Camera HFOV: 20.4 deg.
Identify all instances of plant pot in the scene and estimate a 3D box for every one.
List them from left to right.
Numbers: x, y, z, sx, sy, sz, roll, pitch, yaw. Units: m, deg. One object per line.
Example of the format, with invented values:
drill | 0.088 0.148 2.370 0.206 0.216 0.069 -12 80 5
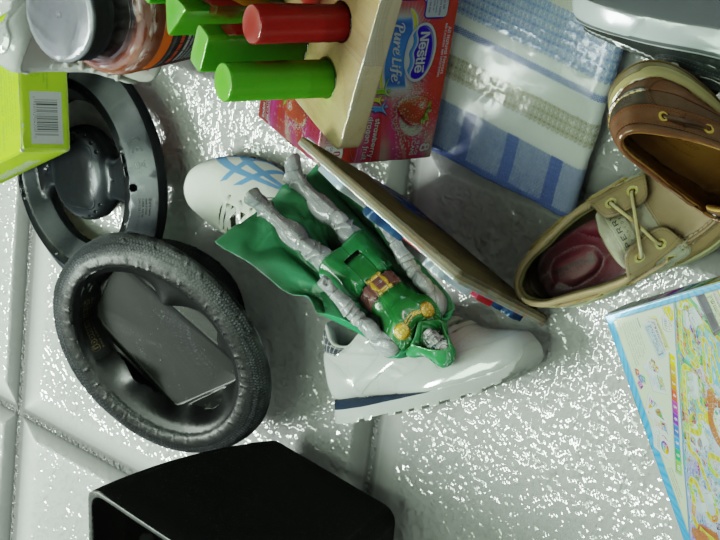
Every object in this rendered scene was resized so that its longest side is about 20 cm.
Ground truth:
plant pot | -0.081 0.249 1.566 0.199 0.177 0.201 26 130 30

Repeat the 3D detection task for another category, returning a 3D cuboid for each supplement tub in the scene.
supplement tub | -0.151 -0.204 1.479 0.106 0.199 0.108 13 112 35

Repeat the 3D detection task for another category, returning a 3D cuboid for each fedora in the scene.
fedora | -0.146 0.044 1.610 0.199 0.092 0.202 12 123 18

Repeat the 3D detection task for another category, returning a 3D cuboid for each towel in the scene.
towel | 0.116 -0.153 1.391 0.146 0.024 0.202 29 121 30

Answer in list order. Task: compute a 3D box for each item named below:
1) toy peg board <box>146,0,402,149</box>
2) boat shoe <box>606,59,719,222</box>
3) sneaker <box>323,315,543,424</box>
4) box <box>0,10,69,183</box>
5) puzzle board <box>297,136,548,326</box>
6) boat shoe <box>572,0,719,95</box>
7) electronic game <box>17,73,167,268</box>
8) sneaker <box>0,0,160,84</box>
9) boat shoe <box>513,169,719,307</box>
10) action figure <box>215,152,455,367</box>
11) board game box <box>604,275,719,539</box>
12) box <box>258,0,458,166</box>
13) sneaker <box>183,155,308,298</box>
toy peg board | -0.061 -0.215 1.322 0.200 0.097 0.200 52 137 42
boat shoe | 0.237 -0.052 1.246 0.199 0.068 0.072 30 128 -8
sneaker | 0.047 0.062 1.487 0.199 0.076 0.081 -14 85 40
box | -0.298 -0.142 1.673 0.200 0.047 0.123 -12 80 61
puzzle board | 0.045 -0.021 1.387 0.150 0.200 0.017 41 96 23
boat shoe | 0.223 -0.136 1.271 0.199 0.069 0.057 19 120 25
electronic game | -0.228 -0.083 1.685 0.199 0.041 0.202 16 112 44
sneaker | -0.201 -0.181 1.538 0.099 0.200 0.078 35 118 14
boat shoe | 0.184 -0.025 1.346 0.200 0.066 0.074 -38 78 39
action figure | 0.000 0.000 1.459 0.200 0.118 0.055 43 168 22
board game box | 0.257 0.105 1.348 0.134 0.034 0.202 -18 92 42
box | 0.003 -0.184 1.410 0.095 0.099 0.202 41 129 49
sneaker | -0.069 -0.031 1.551 0.199 0.072 0.072 30 123 31
